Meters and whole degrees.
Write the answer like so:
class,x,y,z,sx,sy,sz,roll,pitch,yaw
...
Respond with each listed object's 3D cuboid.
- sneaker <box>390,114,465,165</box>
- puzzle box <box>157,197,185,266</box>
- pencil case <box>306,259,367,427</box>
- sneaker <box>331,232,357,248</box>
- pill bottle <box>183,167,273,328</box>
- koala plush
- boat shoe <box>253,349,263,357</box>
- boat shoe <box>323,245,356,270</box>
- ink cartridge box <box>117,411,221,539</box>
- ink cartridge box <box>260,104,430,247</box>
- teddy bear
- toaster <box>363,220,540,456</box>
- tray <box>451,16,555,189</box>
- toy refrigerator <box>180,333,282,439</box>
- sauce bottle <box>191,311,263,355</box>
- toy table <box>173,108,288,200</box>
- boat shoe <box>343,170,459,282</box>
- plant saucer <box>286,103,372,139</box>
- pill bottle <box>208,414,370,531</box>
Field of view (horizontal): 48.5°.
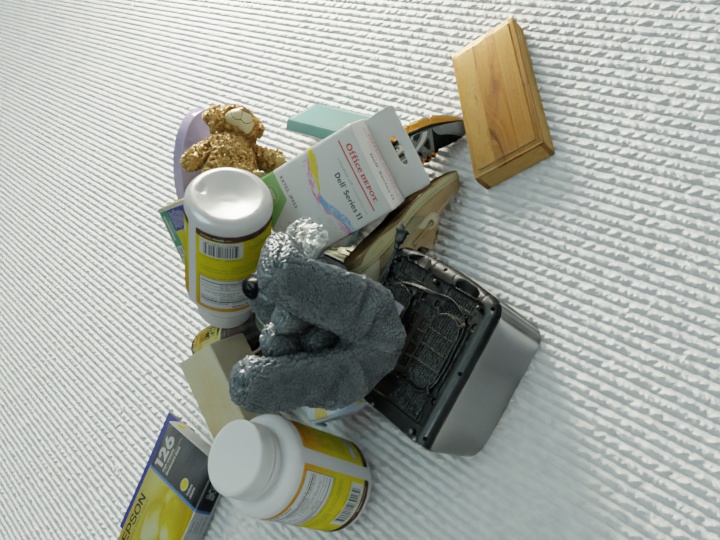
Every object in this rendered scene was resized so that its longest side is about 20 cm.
class,x,y,z,sx,sy,sz,roll,pitch,yaw
sneaker,0.053,-0.146,1.055,0.196,0.078,0.079,-23,89,2
puzzle box,-0.217,-0.016,1.179,0.131,0.025,0.204,-9,109,48
pencil case,-0.053,0.089,1.004,0.089,0.083,0.205,-20,83,-11
sneaker,-0.038,-0.124,1.101,0.203,0.129,0.079,-60,36,3
pill bottle,-0.168,-0.021,1.004,0.203,0.106,0.111,103,153,-47
koala plush,-0.062,0.042,0.881,0.200,0.179,0.182,42,119,61
boat shoe,-0.119,0.123,1.110,0.201,0.074,0.076,-38,37,19
boat shoe,0.000,0.000,1.063,0.197,0.072,0.063,21,69,32
ink cartridge box,-0.292,0.338,1.191,0.198,0.047,0.202,22,87,43
ink cartridge box,-0.024,-0.106,0.993,0.197,0.067,0.119,-28,95,23
teddy bear,-0.176,-0.148,1.095,0.141,0.067,0.204,18,62,5
toaster,0.085,0.082,0.905,0.180,0.118,0.203,31,93,45
tray,0.177,-0.215,1.016,0.097,0.037,0.205,-26,56,32
toy refrigerator,-0.154,0.194,1.044,0.069,0.075,0.204,-30,83,28
sauce bottle,-0.179,0.094,1.152,0.198,0.065,0.068,-27,53,49
toy table,-0.205,-0.140,1.237,0.115,0.203,0.185,16,48,27
boat shoe,0.063,-0.048,1.002,0.200,0.065,0.071,-44,11,-21
plant saucer,-0.044,-0.221,1.187,0.069,0.019,0.199,-32,30,-19
pill bottle,-0.080,0.232,0.916,0.107,0.199,0.112,-15,61,30
